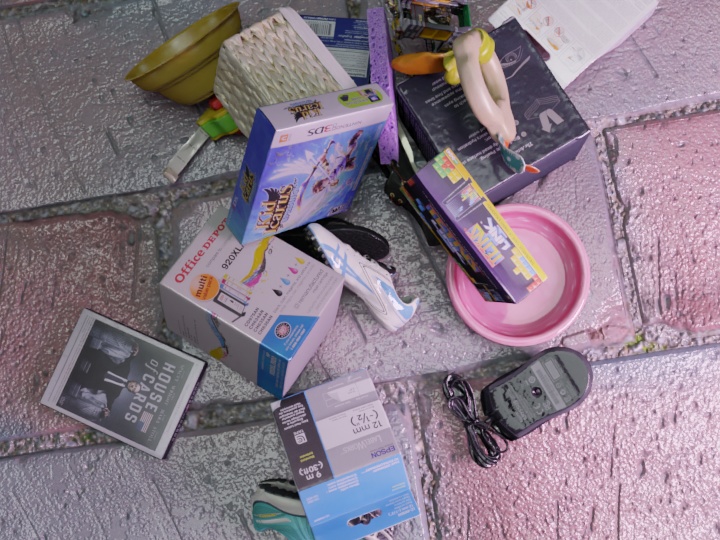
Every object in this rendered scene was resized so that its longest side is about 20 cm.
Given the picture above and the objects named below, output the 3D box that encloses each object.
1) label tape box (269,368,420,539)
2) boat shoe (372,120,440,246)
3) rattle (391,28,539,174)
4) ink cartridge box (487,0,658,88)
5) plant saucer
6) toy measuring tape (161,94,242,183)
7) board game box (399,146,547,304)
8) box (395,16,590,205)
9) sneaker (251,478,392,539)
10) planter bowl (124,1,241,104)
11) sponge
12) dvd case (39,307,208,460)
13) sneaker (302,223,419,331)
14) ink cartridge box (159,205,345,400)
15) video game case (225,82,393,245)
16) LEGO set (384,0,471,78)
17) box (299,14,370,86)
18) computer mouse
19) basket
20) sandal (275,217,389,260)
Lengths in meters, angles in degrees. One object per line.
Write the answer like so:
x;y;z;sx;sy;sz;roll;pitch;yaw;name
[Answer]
-0.022;0.246;1.110;0.142;0.066;0.201;-19;53;-8;label tape box
0.065;-0.119;1.209;0.063;0.074;0.202;-24;74;-2;boat shoe
0.135;-0.201;1.105;0.142;0.130;0.201;-18;106;11;rattle
0.314;-0.380;1.258;0.200;0.047;0.160;-42;81;1;ink cartridge box
0.219;0.008;1.189;0.199;0.051;0.202;0;80;2;plant saucer
-0.211;-0.208;1.236;0.073;0.074;0.200;36;79;9;toy measuring tape
0.138;-0.051;1.077;0.057;0.165;0.200;-38;91;-3;board game box
0.182;-0.209;1.195;0.196;0.117;0.201;-30;79;-2;box
-0.053;0.344;1.147;0.199;0.077;0.080;14;101;10;sneaker
-0.238;-0.301;1.231;0.200;0.200;0.084;-35;116;-3;planter bowl
0.032;-0.259;1.177;0.030;0.112;0.201;-5;54;6;sponge
-0.339;0.161;1.209;0.199;0.025;0.151;22;83;8;dvd case
0.000;0.000;1.171;0.200;0.072;0.073;44;84;-18;sneaker
-0.147;0.044;1.137;0.199;0.145;0.148;30;62;8;ink cartridge box
-0.067;-0.133;1.068;0.181;0.200;0.046;-20;60;-35;video game case
0.072;-0.376;1.201;0.115;0.154;0.202;2;80;-22;LEGO set
-0.045;-0.280;1.263;0.120;0.032;0.201;6;80;6;box
0.224;0.171;1.164;0.199;0.053;0.139;-27;78;9;computer mouse
-0.100;-0.234;1.157;0.123;0.136;0.200;-31;78;-26;basket
-0.057;-0.051;1.208;0.199;0.076;0.048;4;53;5;sandal
